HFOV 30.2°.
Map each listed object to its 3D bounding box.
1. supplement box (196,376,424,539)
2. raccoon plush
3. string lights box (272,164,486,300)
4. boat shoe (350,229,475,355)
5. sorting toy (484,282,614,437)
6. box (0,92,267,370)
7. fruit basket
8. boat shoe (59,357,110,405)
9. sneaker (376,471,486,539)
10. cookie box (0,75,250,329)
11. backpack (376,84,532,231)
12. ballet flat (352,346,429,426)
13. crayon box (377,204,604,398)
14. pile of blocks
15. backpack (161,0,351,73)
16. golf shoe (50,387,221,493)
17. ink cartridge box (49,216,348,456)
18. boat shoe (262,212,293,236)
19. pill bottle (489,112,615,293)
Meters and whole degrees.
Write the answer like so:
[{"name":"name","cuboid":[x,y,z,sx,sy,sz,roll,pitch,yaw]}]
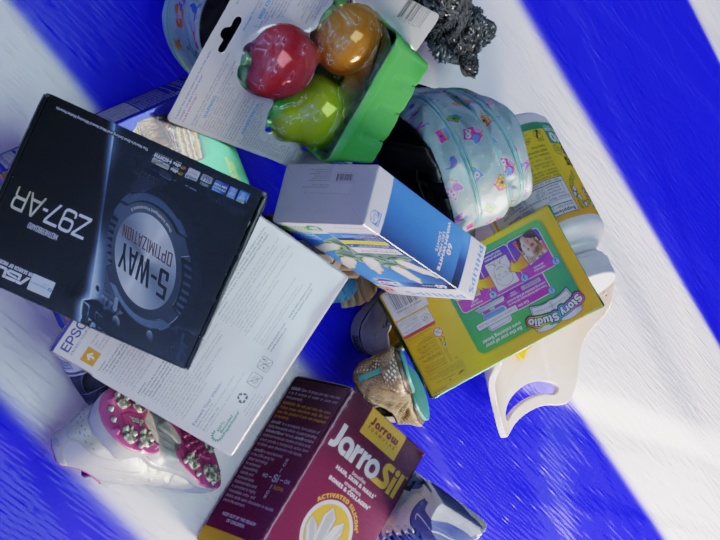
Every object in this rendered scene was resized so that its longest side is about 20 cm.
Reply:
[{"name":"supplement box","cuboid":[-0.048,0.228,1.349,0.131,0.103,0.200,43,68,-31]},{"name":"raccoon plush","cuboid":[0.099,-0.263,1.370,0.134,0.200,0.097,34,90,-14]},{"name":"string lights box","cuboid":[0.022,-0.034,1.231,0.200,0.103,0.059,32,67,-50]},{"name":"boat shoe","cuboid":[0.077,0.014,1.439,0.202,0.086,0.075,-47,121,-25]},{"name":"sorting toy","cuboid":[0.195,0.094,1.541,0.200,0.107,0.180,-23,115,-36]},{"name":"box","cuboid":[-0.198,-0.031,1.092,0.200,0.044,0.160,25,88,-4]},{"name":"fruit basket","cuboid":[-0.049,-0.181,1.164,0.200,0.094,0.185,20,108,-34]},{"name":"boat shoe","cuboid":[-0.175,0.058,1.229,0.200,0.072,0.068,-30,109,-15]},{"name":"sneaker","cuboid":[0.051,0.274,1.388,0.080,0.199,0.115,35,84,-17]},{"name":"cookie box","cuboid":[-0.202,-0.056,1.188,0.200,0.075,0.171,-27,111,-17]},{"name":"backpack","cuboid":[0.086,-0.114,1.352,0.126,0.200,0.167,-28,109,-9]},{"name":"ballet flat","cuboid":[0.029,0.125,1.403,0.200,0.065,0.071,63,12,-67]},{"name":"crayon box","cuboid":[0.132,0.033,1.359,0.200,0.058,0.119,-28,85,0]},{"name":"pile of blocks","cuboid":[0.000,0.000,1.349,0.200,0.062,0.082,-16,103,-58]},{"name":"backpack","cuboid":[-0.086,-0.251,1.241,0.177,0.150,0.200,31,82,-38]},{"name":"golf shoe","cuboid":[-0.207,0.169,1.246,0.200,0.091,0.075,41,27,-52]},{"name":"ink cartridge box","cuboid":[-0.141,0.033,1.174,0.200,0.043,0.197,35,87,-25]},{"name":"boat shoe","cuboid":[-0.120,0.038,1.299,0.074,0.076,0.201,12,78,-32]},{"name":"pill bottle","cuboid":[0.197,-0.062,1.457,0.113,0.113,0.200,-8,65,-38]}]
